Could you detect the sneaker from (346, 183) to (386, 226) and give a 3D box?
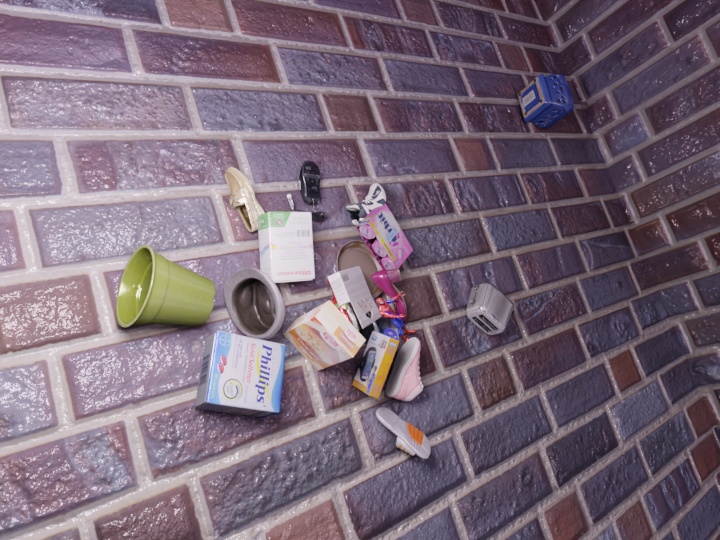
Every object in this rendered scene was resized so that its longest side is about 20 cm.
[{"bbox_3d":[0.013,-0.227,1.859,0.129,0.079,0.201,23,69,-36],"label":"sneaker"}]

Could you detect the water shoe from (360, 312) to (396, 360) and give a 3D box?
[{"bbox_3d":[0.048,0.207,1.728,0.079,0.071,0.202,-25,91,-61],"label":"water shoe"}]

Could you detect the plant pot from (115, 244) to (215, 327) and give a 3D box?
[{"bbox_3d":[-0.472,0.060,1.348,0.189,0.199,0.202,21,60,-42],"label":"plant pot"}]

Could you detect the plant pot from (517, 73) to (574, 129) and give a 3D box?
[{"bbox_3d":[0.898,-0.837,2.673,0.178,0.200,0.202,-1,72,-28],"label":"plant pot"}]

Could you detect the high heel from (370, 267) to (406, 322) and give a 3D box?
[{"bbox_3d":[0.096,0.088,1.796,0.095,0.067,0.202,-13,108,-2],"label":"high heel"}]

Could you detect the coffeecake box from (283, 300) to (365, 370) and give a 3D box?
[{"bbox_3d":[-0.104,0.187,1.529,0.154,0.199,0.073,48,52,-9],"label":"coffeecake box"}]

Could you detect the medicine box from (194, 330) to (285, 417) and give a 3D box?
[{"bbox_3d":[-0.309,0.272,1.412,0.198,0.103,0.184,16,63,-29],"label":"medicine box"}]

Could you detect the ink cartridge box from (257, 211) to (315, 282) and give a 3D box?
[{"bbox_3d":[-0.218,-0.067,1.596,0.144,0.087,0.203,-4,88,-35],"label":"ink cartridge box"}]

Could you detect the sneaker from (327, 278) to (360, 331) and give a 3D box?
[{"bbox_3d":[-0.070,0.110,1.671,0.084,0.077,0.202,-23,69,-1],"label":"sneaker"}]

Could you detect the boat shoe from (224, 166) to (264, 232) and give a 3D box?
[{"bbox_3d":[-0.350,-0.209,1.602,0.065,0.072,0.201,-33,98,-40],"label":"boat shoe"}]

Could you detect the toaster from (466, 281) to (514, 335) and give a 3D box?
[{"bbox_3d":[0.484,0.149,2.024,0.200,0.113,0.130,40,57,-18],"label":"toaster"}]

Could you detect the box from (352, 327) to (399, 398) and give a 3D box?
[{"bbox_3d":[0.048,0.265,1.613,0.041,0.119,0.202,21,84,-25],"label":"box"}]

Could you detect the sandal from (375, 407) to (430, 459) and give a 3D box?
[{"bbox_3d":[0.124,0.502,1.662,0.206,0.059,0.079,39,34,9],"label":"sandal"}]

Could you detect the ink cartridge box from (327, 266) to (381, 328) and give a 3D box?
[{"bbox_3d":[-0.015,0.082,1.633,0.178,0.044,0.200,67,19,2],"label":"ink cartridge box"}]

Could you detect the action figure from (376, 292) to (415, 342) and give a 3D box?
[{"bbox_3d":[0.131,0.146,1.750,0.200,0.098,0.066,45,36,-28],"label":"action figure"}]

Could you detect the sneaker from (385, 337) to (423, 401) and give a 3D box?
[{"bbox_3d":[0.161,0.320,1.727,0.104,0.075,0.202,29,79,-25],"label":"sneaker"}]

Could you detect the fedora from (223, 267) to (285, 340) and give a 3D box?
[{"bbox_3d":[-0.275,0.089,1.497,0.201,0.176,0.090,57,21,8],"label":"fedora"}]

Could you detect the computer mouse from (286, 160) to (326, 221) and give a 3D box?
[{"bbox_3d":[-0.188,-0.253,1.752,0.139,0.046,0.203,-7,87,-41],"label":"computer mouse"}]

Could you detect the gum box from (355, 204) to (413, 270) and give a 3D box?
[{"bbox_3d":[0.085,-0.100,1.805,0.114,0.066,0.201,-48,114,-36],"label":"gum box"}]

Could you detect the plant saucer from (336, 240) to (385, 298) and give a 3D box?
[{"bbox_3d":[0.000,0.000,1.789,0.198,0.032,0.203,13,65,-30],"label":"plant saucer"}]
